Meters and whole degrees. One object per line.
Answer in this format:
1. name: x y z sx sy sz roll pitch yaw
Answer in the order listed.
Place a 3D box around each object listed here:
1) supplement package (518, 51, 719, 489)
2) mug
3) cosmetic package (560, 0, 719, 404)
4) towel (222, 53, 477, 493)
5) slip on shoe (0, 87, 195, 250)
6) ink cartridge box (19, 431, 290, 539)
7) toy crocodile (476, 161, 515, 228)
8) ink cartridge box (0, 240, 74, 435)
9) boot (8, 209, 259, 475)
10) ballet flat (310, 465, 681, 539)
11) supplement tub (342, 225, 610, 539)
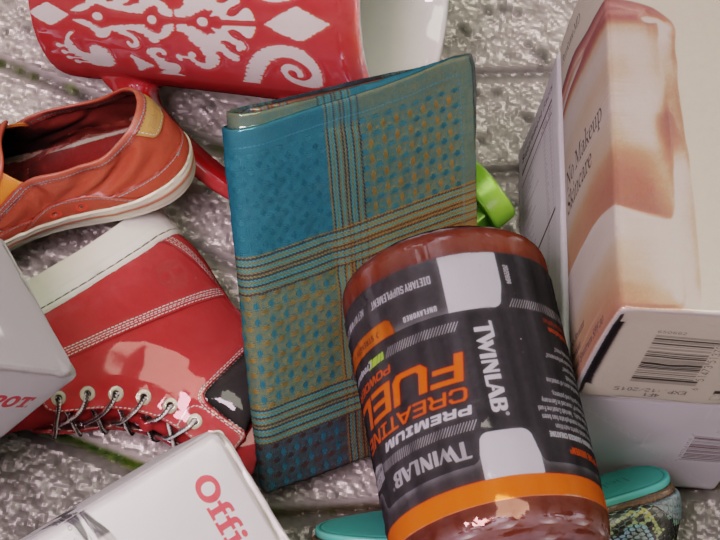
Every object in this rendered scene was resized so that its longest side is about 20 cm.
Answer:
1. supplement package: 0.147 0.000 1.214 0.108 0.114 0.202 5 63 -6
2. mug: -0.072 -0.135 1.204 0.198 0.134 0.179 6 66 21
3. cosmetic package: 0.151 -0.046 1.117 0.086 0.104 0.202 5 61 -7
4. towel: 0.000 0.000 1.152 0.146 0.202 0.022 -17 25 -30
5. slip on shoe: -0.186 -0.048 1.181 0.198 0.061 0.074 -16 46 8
6. ink cartridge box: -0.121 0.188 1.068 0.199 0.083 0.146 -30 90 -23
7. toy crocodile: 0.024 -0.050 1.249 0.067 0.062 0.200 -39 70 -4
8. ink cartridge box: -0.251 0.067 1.032 0.200 0.146 0.084 -38 70 18
9. boot: -0.132 0.072 1.154 0.199 0.073 0.144 -35 76 -27
10. ballet flat: 0.072 0.149 1.156 0.198 0.074 0.075 -7 65 -12
11. supplement tub: 0.058 0.087 1.079 0.106 0.107 0.201 -5 62 -13
